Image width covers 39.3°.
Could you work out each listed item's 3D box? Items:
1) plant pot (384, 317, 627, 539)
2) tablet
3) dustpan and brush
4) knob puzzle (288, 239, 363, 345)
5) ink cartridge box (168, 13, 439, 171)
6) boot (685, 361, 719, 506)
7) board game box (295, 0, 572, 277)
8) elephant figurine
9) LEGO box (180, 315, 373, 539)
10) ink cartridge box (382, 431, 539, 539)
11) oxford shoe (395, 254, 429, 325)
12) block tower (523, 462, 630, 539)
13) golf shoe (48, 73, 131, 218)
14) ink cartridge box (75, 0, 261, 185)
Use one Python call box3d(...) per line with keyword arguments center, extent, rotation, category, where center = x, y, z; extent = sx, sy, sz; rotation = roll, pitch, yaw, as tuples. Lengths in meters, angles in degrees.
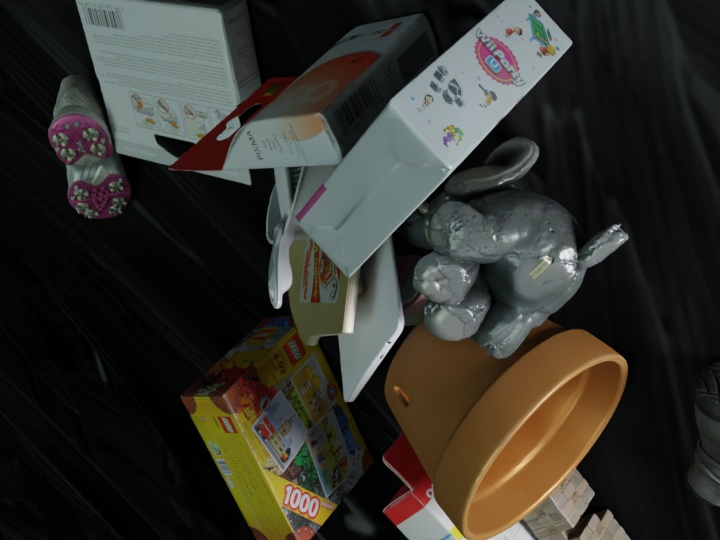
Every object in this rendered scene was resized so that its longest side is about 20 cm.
box3d(center=(0.114, 0.110, 0.876), extent=(0.140, 0.198, 0.202), rotation=(43, 141, 30), category="plant pot")
box3d(center=(0.000, 0.000, 0.904), extent=(0.013, 0.203, 0.131), rotation=(7, 143, -20), category="tablet")
box3d(center=(-0.060, -0.054, 0.892), extent=(0.140, 0.056, 0.203), rotation=(126, 143, -50), category="dustpan and brush")
box3d(center=(-0.027, -0.031, 0.925), extent=(0.030, 0.223, 0.220), rotation=(8, 143, -20), category="knob puzzle")
box3d(center=(-0.054, -0.146, 0.833), extent=(0.198, 0.163, 0.051), rotation=(4, 130, 38), category="ink cartridge box")
box3d(center=(0.355, 0.156, 0.793), extent=(0.198, 0.069, 0.133), rotation=(23, 137, 42), category="boot")
box3d(center=(0.055, -0.104, 0.741), extent=(0.064, 0.200, 0.147), rotation=(45, 138, -1), category="board game box")
box3d(center=(0.105, -0.039, 0.821), extent=(0.153, 0.201, 0.143), rotation=(18, 120, -6), category="elephant figurine")
box3d(center=(-0.087, 0.176, 1.116), extent=(0.076, 0.149, 0.202), rotation=(-5, 117, 42), category="LEGO box")
box3d(center=(0.106, 0.238, 1.021), extent=(0.200, 0.116, 0.067), rotation=(46, 139, 3), category="ink cartridge box")
box3d(center=(0.023, 0.027, 0.970), extent=(0.073, 0.072, 0.199), rotation=(25, 170, -32), category="oxford shoe")
box3d(center=(0.208, 0.248, 0.989), extent=(0.201, 0.054, 0.058), rotation=(52, 139, -3), category="block tower")
box3d(center=(-0.300, -0.135, 1.134), extent=(0.201, 0.074, 0.093), rotation=(100, 162, -59), category="golf shoe")
box3d(center=(-0.183, -0.188, 1.002), extent=(0.198, 0.044, 0.176), rotation=(16, 130, 32), category="ink cartridge box")
